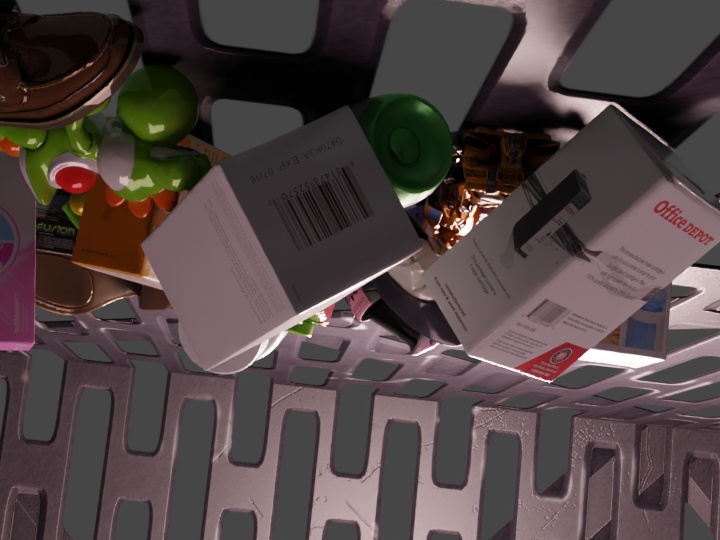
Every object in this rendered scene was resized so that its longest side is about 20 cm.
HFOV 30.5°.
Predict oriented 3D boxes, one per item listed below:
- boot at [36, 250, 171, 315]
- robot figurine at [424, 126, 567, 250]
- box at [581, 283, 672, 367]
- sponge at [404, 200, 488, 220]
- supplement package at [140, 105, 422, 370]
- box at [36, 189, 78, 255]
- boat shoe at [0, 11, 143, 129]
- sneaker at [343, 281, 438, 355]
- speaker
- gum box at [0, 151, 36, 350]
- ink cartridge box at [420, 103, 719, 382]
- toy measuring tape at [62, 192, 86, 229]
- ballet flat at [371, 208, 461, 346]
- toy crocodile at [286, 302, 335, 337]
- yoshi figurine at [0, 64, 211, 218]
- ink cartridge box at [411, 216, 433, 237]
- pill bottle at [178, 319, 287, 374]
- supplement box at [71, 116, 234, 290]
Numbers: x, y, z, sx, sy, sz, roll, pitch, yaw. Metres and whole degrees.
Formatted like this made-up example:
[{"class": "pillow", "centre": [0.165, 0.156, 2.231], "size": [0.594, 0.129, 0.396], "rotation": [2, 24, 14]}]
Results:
[{"class": "boot", "centre": [-0.288, -0.021, 1.419], "size": [0.198, 0.077, 0.156], "rotation": [2, -155, -16]}, {"class": "robot figurine", "centre": [0.116, -0.062, 1.100], "size": [0.143, 0.059, 0.200], "rotation": [6, 165, 1]}, {"class": "box", "centre": [0.223, 0.034, 1.419], "size": [0.198, 0.114, 0.101], "rotation": [7, 170, -6]}, {"class": "sponge", "centre": [0.108, -0.042, 1.311], "size": [0.111, 0.030, 0.199], "rotation": [14, 167, -30]}, {"class": "supplement package", "centre": [-0.065, -0.018, 0.971], "size": [0.116, 0.118, 0.200], "rotation": [-28, 178, -29]}, {"class": "box", "centre": [-0.256, -0.043, 1.361], "size": [0.198, 0.035, 0.110], "rotation": [9, -161, -18]}, {"class": "boat shoe", "centre": [-0.237, -0.138, 0.894], "size": [0.199, 0.073, 0.068], "rotation": [-11, 147, 33]}, {"class": "sneaker", "centre": [0.000, 0.000, 1.192], "size": [0.199, 0.082, 0.070], "rotation": [33, 131, 8]}, {"class": "speaker", "centre": [-0.010, -0.080, 1.037], "size": [0.088, 0.089, 0.200], "rotation": [11, 168, -27]}, {"class": "gum box", "centre": [-0.353, -0.030, 1.195], "size": [0.112, 0.202, 0.066], "rotation": [2, 171, -19]}, {"class": "ink cartridge box", "centre": [0.169, -0.015, 1.015], "size": [0.200, 0.084, 0.144], "rotation": [-42, 148, 19]}, {"class": "toy measuring tape", "centre": [-0.220, -0.074, 1.274], "size": [0.073, 0.074, 0.200], "rotation": [3, -175, 16]}, {"class": "ballet flat", "centre": [0.031, -0.020, 1.141], "size": [0.073, 0.200, 0.073], "rotation": [-35, 162, -13]}, {"class": "toy crocodile", "centre": [-0.052, 0.028, 1.305], "size": [0.061, 0.068, 0.200], "rotation": [16, 171, 7]}, {"class": "yoshi figurine", "centre": [-0.196, -0.118, 0.992], "size": [0.198, 0.113, 0.113], "rotation": [15, 138, 22]}, {"class": "ink cartridge box", "centre": [0.023, -0.021, 1.335], "size": [0.161, 0.051, 0.200], "rotation": [14, 174, 24]}, {"class": "pill bottle", "centre": [-0.121, 0.034, 1.417], "size": [0.108, 0.111, 0.200], "rotation": [3, -163, 12]}, {"class": "supplement box", "centre": [-0.152, -0.044, 1.141], "size": [0.073, 0.127, 0.200], "rotation": [10, 175, 24]}]
